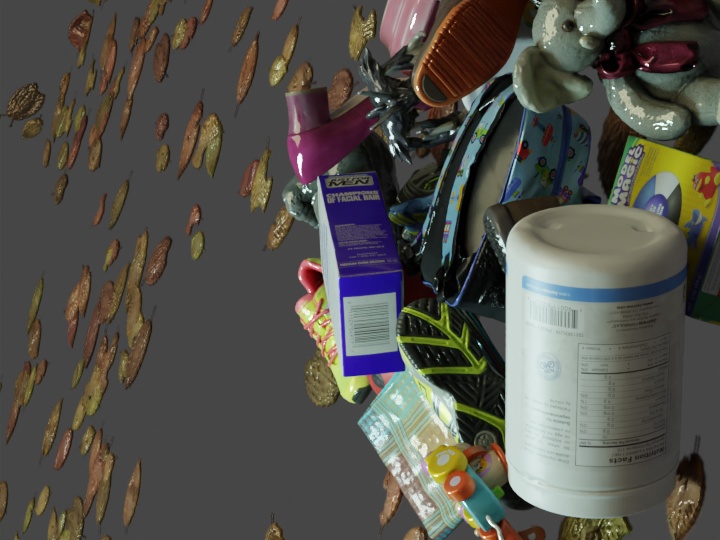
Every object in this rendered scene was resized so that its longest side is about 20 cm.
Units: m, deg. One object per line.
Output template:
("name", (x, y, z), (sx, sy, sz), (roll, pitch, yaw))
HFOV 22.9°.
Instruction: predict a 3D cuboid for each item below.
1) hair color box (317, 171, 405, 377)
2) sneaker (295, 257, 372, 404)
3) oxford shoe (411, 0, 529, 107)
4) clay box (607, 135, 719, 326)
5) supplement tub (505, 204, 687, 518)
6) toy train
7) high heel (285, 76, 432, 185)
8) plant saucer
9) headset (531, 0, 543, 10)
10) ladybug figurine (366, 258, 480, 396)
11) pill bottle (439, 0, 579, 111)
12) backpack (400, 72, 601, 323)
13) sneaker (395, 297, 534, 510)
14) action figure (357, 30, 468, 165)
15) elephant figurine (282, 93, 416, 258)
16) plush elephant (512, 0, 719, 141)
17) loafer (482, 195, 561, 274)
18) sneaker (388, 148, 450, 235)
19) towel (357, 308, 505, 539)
("hair color box", (0.000, 0.000, 1.660), (0.200, 0.065, 0.109), (-106, 12, -59))
("sneaker", (-0.028, 0.062, 1.910), (0.078, 0.090, 0.200), (-57, 29, 34))
("oxford shoe", (0.098, -0.223, 1.564), (0.073, 0.071, 0.200), (8, 56, 53))
("clay box", (0.241, -0.035, 1.375), (0.200, 0.048, 0.115), (32, 106, 67))
("supplement tub", (0.170, 0.063, 1.295), (0.132, 0.132, 0.200), (-129, 35, -64))
("toy train", (0.113, 0.192, 1.410), (0.056, 0.150, 0.200), (-40, -8, -4))
("high heel", (0.017, -0.147, 1.831), (0.067, 0.200, 0.096), (-170, 72, -72))
("plant saucer", (0.069, -0.302, 1.849), (0.201, 0.051, 0.201), (21, -90, -86))
("headset", (0.178, -0.264, 1.531), (0.200, 0.094, 0.124), (-53, -23, -56))
("ladybug figurine", (0.057, 0.051, 1.732), (0.200, 0.072, 0.136), (-69, 23, 17))
("pill bottle", (0.135, -0.236, 1.675), (0.111, 0.111, 0.200), (-57, 28, 38))
("backpack", (0.134, -0.061, 1.511), (0.183, 0.134, 0.200), (-138, 66, -78))
("sneaker", (0.100, 0.112, 1.516), (0.200, 0.075, 0.076), (60, 175, 6))
("action figure", (0.061, -0.168, 1.708), (0.102, 0.119, 0.200), (-27, -2, 16))
("elephant figurine", (0.013, -0.049, 1.865), (0.141, 0.155, 0.200), (-36, 43, 6))
("plush elephant", (0.209, -0.188, 1.402), (0.200, 0.155, 0.165), (-14, 63, 65))
("loafer", (0.167, 0.028, 1.398), (0.200, 0.071, 0.073), (64, 178, -18))
("sneaker", (0.094, -0.084, 1.724), (0.200, 0.071, 0.083), (-9, 58, 61))
("towel", (0.078, 0.139, 1.605), (0.147, 0.022, 0.200), (56, 136, 21))
